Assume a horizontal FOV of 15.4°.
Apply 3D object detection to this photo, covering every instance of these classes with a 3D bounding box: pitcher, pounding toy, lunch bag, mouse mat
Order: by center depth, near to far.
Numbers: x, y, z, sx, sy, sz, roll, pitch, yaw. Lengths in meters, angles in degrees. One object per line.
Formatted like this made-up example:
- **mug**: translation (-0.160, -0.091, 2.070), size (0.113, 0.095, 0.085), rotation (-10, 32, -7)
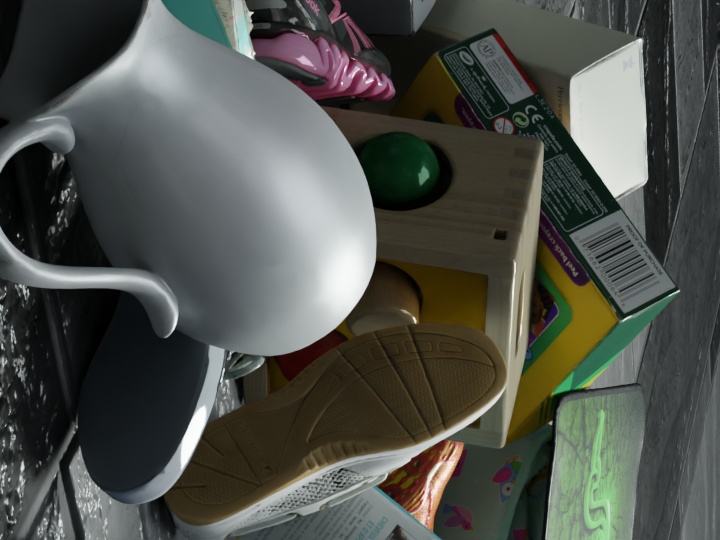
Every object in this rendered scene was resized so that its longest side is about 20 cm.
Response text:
- **pitcher**: translation (-0.089, -0.032, 1.195), size (0.200, 0.121, 0.172), rotation (48, 57, -36)
- **pounding toy**: translation (0.000, 0.000, 1.494), size (0.201, 0.183, 0.143), rotation (90, 12, -46)
- **mouse mat**: translation (0.145, 0.173, 1.684), size (0.161, 0.007, 0.201), rotation (-2, 99, -64)
- **lunch bag**: translation (0.075, 0.190, 1.762), size (0.121, 0.170, 0.201), rotation (3, 93, -37)

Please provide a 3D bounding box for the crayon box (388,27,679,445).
- **crayon box**: translation (0.085, -0.018, 1.642), size (0.058, 0.200, 0.173), rotation (-25, 164, -33)

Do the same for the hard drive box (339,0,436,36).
- **hard drive box**: translation (0.011, -0.265, 1.638), size (0.156, 0.076, 0.201), rotation (-60, 149, -60)

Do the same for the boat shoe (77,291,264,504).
- **boat shoe**: translation (-0.089, 0.035, 1.320), size (0.068, 0.073, 0.200), rotation (53, 31, -47)

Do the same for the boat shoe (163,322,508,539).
- **boat shoe**: translation (-0.015, 0.090, 1.446), size (0.069, 0.199, 0.071), rotation (87, -21, -62)

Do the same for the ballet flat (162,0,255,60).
- **ballet flat**: translation (-0.095, -0.166, 1.305), size (0.064, 0.075, 0.201), rotation (-119, -158, -52)

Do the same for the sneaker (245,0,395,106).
- **sneaker**: translation (-0.032, -0.144, 1.529), size (0.200, 0.079, 0.096), rotation (18, 64, -76)

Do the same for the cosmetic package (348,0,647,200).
- **cosmetic package**: translation (0.084, -0.114, 1.695), size (0.073, 0.199, 0.104), rotation (-28, 125, -36)

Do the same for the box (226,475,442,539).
- **box**: translation (0.020, 0.183, 1.500), size (0.082, 0.200, 0.049), rotation (-52, 162, -1)

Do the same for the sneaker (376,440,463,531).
- **sneaker**: translation (0.008, 0.174, 1.611), size (0.077, 0.073, 0.201), rotation (26, 96, -41)
